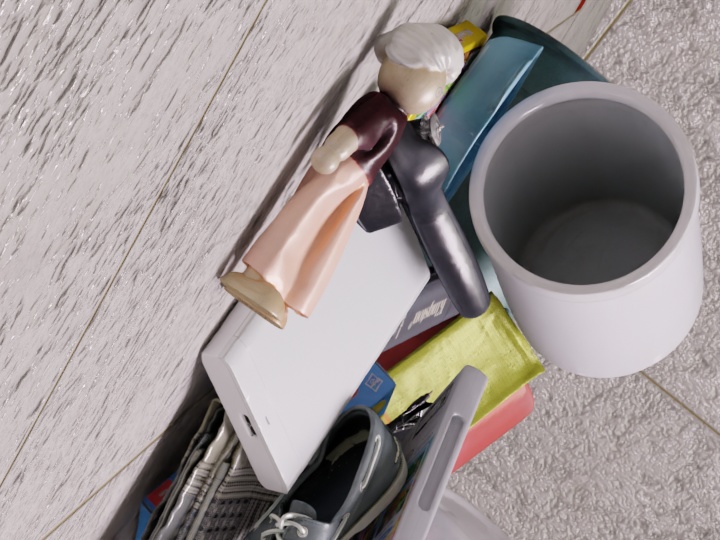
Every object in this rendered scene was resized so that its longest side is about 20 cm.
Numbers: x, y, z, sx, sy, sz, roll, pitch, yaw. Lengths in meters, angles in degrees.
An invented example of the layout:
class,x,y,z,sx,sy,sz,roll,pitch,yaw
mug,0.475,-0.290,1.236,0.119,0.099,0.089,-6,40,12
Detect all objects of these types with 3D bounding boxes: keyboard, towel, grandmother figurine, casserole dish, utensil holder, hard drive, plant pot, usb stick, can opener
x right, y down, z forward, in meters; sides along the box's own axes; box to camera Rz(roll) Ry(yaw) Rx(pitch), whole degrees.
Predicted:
class,x,y,z,sx,sy,sz,roll,pitch,yaw
keyboard,-0.002,0.152,1.774,0.200,0.021,0.127,-33,163,-45
towel,-0.077,0.188,1.618,0.200,0.034,0.193,20,100,-53
grandmother figurine,-0.006,-0.060,1.400,0.200,0.060,0.121,-55,-176,-6
casserole dish,0.076,-0.104,1.792,0.121,0.039,0.200,-54,177,-29
towel,0.049,0.109,1.897,0.200,0.086,0.018,-37,-157,-6
utensil holder,0.180,-0.024,1.815,0.170,0.169,0.200,-57,159,-13
hard drive,-0.026,0.029,1.568,0.200,0.026,0.132,-55,141,-32
plant pot,0.129,-0.076,2.011,0.196,0.200,0.200,-50,174,-6
plant pot,0.015,0.108,1.986,0.177,0.200,0.200,-46,172,-14
usb stick,0.041,0.026,1.811,0.056,0.033,0.200,-61,165,20
can opener,0.041,-0.041,1.581,0.078,0.064,0.200,-24,140,10

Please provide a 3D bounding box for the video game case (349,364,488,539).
class,x,y,z,sx,sy,sz,roll,pitch,yaw
video game case,0.014,0.184,1.665,0.200,0.024,0.182,-54,-172,46

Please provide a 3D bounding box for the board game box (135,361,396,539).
class,x,y,z,sx,sy,sz,roll,pitch,yaw
board game box,-0.075,0.159,1.741,0.200,0.056,0.196,-39,167,-22

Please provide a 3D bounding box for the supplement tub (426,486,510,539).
class,x,y,z,sx,sy,sz,roll,pitch,yaw
supplement tub,0.027,0.269,1.801,0.200,0.132,0.132,-48,177,9

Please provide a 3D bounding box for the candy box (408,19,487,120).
class,x,y,z,sx,sy,sz,roll,pitch,yaw
candy box,0.042,-0.123,1.696,0.102,0.026,0.200,-56,176,15

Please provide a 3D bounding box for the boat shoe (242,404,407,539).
class,x,y,z,sx,sy,sz,roll,pitch,yaw
boat shoe,-0.044,0.169,1.567,0.200,0.073,0.062,-47,141,-28
